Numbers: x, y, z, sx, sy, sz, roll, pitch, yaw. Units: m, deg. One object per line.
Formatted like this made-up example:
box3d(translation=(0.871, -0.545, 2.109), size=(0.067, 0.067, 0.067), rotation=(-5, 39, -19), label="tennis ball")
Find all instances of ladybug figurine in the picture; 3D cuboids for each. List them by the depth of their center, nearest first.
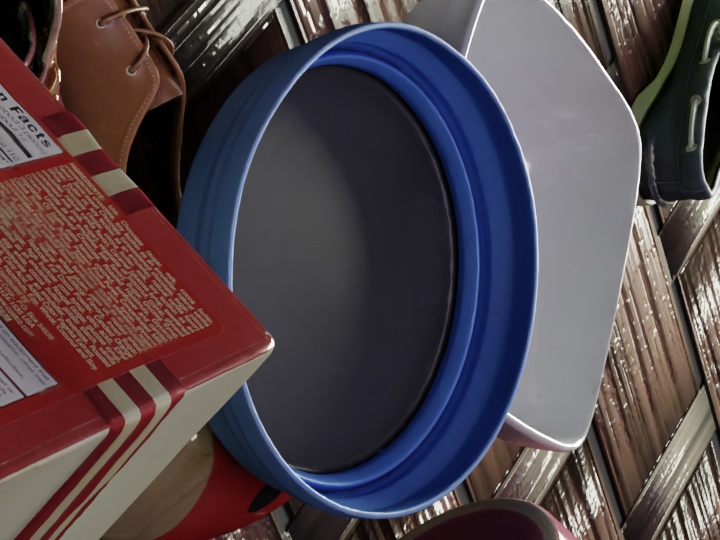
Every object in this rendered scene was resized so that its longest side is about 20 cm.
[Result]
box3d(translation=(-0.055, 0.048, 0.978), size=(0.200, 0.072, 0.136), rotation=(-22, 113, -54), label="ladybug figurine")

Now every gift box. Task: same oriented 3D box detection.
box3d(translation=(-0.174, 0.039, 0.659), size=(0.187, 0.185, 0.200), rotation=(-48, 164, 27), label="gift box")

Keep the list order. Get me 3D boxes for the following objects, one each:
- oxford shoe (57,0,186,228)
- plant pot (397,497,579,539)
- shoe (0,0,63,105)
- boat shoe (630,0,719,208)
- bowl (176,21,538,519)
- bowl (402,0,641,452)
box3d(translation=(-0.100, -0.092, 0.888), size=(0.071, 0.071, 0.200), rotation=(-36, 122, -49), label="oxford shoe")
box3d(translation=(0.084, 0.217, 1.129), size=(0.179, 0.200, 0.200), rotation=(56, 48, -25), label="plant pot")
box3d(translation=(-0.135, -0.062, 0.803), size=(0.071, 0.091, 0.200), rotation=(-28, 120, -17), label="shoe")
box3d(translation=(0.211, -0.117, 1.368), size=(0.200, 0.062, 0.075), rotation=(-57, 137, -36), label="boat shoe")
box3d(translation=(0.000, 0.000, 0.946), size=(0.201, 0.039, 0.201), rotation=(-4, 95, -51), label="bowl")
box3d(translation=(0.056, -0.025, 1.124), size=(0.200, 0.075, 0.200), rotation=(41, 56, -53), label="bowl")
